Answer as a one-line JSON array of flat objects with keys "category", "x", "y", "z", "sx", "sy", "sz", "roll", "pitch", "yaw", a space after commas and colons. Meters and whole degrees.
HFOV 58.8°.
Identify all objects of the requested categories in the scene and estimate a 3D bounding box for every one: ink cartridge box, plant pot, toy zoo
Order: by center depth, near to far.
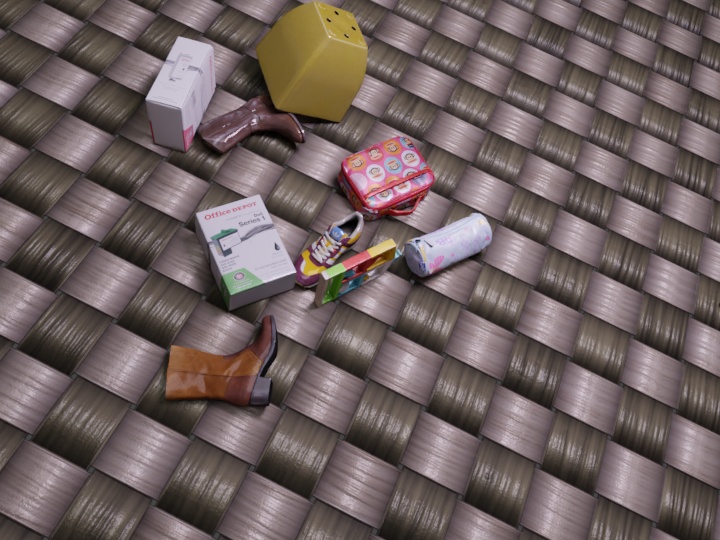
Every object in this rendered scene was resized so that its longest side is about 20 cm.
[{"category": "ink cartridge box", "x": -0.238, "y": -0.040, "z": 1.310, "sx": 0.146, "sy": 0.084, "sz": 0.201, "roll": -20, "pitch": 69, "yaw": -21}, {"category": "toy zoo", "x": 0.000, "y": 0.000, "z": 1.311, "sx": 0.199, "sy": 0.131, "sz": 0.021, "roll": -27, "pitch": 70, "yaw": -22}, {"category": "ink cartridge box", "x": -0.396, "y": -0.393, "z": 1.426, "sx": 0.082, "sy": 0.147, "sz": 0.201, "roll": 15, "pitch": 60, "yaw": -2}, {"category": "plant pot", "x": -0.095, "y": -0.495, "z": 1.476, "sx": 0.194, "sy": 0.200, "sz": 0.196, "roll": 1, "pitch": 60, "yaw": -40}]

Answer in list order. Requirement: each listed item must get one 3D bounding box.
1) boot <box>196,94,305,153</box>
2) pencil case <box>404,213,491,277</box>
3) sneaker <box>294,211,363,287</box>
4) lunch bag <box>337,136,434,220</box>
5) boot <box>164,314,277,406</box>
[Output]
[{"category": "boot", "x": -0.251, "y": -0.308, "z": 1.458, "sx": 0.200, "sy": 0.064, "sz": 0.186, "roll": -36, "pitch": 61, "yaw": -28}, {"category": "pencil case", "x": 0.192, "y": -0.059, "z": 1.406, "sx": 0.199, "sy": 0.091, "sz": 0.083, "roll": -22, "pitch": 29, "yaw": -23}, {"category": "sneaker", "x": -0.069, "y": -0.051, "z": 1.346, "sx": 0.075, "sy": 0.090, "sz": 0.200, "roll": 37, "pitch": 62, "yaw": 9}, {"category": "lunch bag", "x": 0.064, "y": -0.201, "z": 1.463, "sx": 0.199, "sy": 0.082, "sz": 0.177, "roll": -26, "pitch": 75, "yaw": -21}, {"category": "boot", "x": -0.262, "y": 0.165, "z": 1.225, "sx": 0.199, "sy": 0.069, "sz": 0.189, "roll": 6, "pitch": 69, "yaw": 0}]
